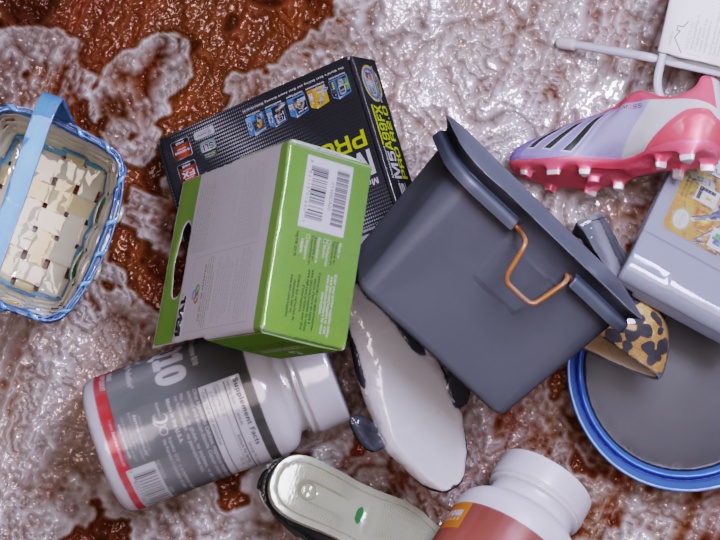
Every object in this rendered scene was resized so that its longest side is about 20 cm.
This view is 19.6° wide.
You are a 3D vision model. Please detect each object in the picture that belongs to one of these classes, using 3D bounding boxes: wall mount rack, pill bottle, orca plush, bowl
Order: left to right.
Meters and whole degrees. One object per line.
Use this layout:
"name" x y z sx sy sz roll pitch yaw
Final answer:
"pill bottle" -0.116 0.110 1.701 0.198 0.114 0.115 -20 87 0
"orca plush" 0.015 0.087 1.673 0.200 0.071 0.105 46 78 -12
"pill bottle" 0.102 0.247 1.668 0.112 0.112 0.201 33 65 3
"wall mount rack" 0.258 -0.228 1.716 0.172 0.075 0.202 13 94 3
"bowl" 0.269 0.082 1.728 0.198 0.039 0.203 0 88 1

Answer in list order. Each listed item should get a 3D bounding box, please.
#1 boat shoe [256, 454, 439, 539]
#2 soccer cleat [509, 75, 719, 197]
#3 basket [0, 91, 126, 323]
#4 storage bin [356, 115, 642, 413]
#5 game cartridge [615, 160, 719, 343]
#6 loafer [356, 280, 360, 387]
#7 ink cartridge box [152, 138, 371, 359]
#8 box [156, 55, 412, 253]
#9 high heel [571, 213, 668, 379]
"boat shoe" 0.003 0.219 1.723 0.199 0.068 0.072 34 66 -10
"soccer cleat" 0.209 -0.109 1.693 0.199 0.066 0.077 -6 68 42
"basket" -0.264 -0.050 1.667 0.138 0.200 0.178 21 89 3
"storage bin" 0.096 0.009 1.578 0.200 0.146 0.134 41 100 -16
"game cartridge" 0.302 -0.039 1.692 0.132 0.042 0.201 26 61 6
"loafer" 0.000 0.000 1.727 0.062 0.072 0.202 -16 90 8
"ink cartridge box" -0.081 -0.009 1.631 0.075 0.199 0.149 15 77 -27
"box" -0.057 -0.064 1.695 0.199 0.044 0.162 -20 81 27
"high heel" 0.144 0.055 1.678 0.199 0.071 0.143 -26 73 -3
